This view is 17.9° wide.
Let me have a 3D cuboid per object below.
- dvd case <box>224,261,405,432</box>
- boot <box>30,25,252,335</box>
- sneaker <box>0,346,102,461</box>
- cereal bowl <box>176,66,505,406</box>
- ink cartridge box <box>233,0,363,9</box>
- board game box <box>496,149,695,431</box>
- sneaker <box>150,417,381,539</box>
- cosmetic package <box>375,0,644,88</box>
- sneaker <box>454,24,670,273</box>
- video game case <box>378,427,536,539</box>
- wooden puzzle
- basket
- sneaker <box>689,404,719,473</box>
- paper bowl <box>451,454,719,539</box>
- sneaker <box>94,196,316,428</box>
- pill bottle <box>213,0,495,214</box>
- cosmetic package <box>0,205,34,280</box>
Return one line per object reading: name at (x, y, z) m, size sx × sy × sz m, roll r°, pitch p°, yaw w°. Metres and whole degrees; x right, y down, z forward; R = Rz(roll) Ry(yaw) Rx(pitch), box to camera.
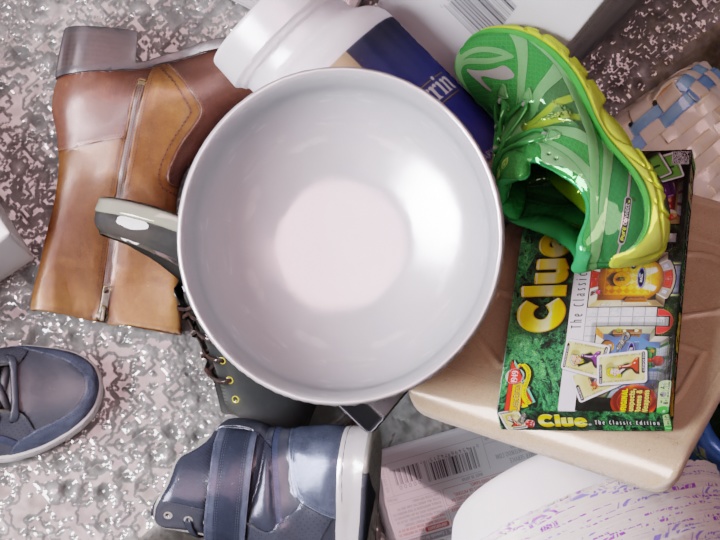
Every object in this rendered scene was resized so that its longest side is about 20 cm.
dvd case at (0.000, 0.000, 1.496) m, size 0.150 × 0.025 × 0.200 m, roll 43°, pitch 40°, yaw 0°
boot at (-0.121, -0.058, 1.543) m, size 0.187 × 0.068 × 0.201 m, roll 5°, pitch 84°, yaw -13°
sneaker at (-0.266, 0.079, 1.457) m, size 0.201 × 0.146 × 0.077 m, roll -6°, pitch 78°, yaw -7°
cereal bowl at (-0.010, -0.019, 1.381) m, size 0.199 × 0.083 × 0.201 m, roll 0°, pitch 87°, yaw 4°
ink cartridge box at (-0.065, -0.277, 1.596) m, size 0.199 × 0.045 × 0.177 m, roll 27°, pitch 79°, yaw 0°
board game box at (0.146, 0.009, 1.390) m, size 0.104 × 0.024 × 0.201 m, roll -3°, pitch 52°, yaw 17°
sneaker at (-0.064, 0.195, 1.492) m, size 0.145 × 0.077 × 0.204 m, roll 4°, pitch 97°, yaw 8°
cosmetic package at (0.139, -0.221, 1.494) m, size 0.123 × 0.199 × 0.200 m, roll 44°, pitch 56°, yaw 4°
sneaker at (0.110, -0.077, 1.390) m, size 0.083 × 0.074 × 0.200 m, roll -20°, pitch 53°, yaw -23°
video game case at (0.122, 0.185, 1.538) m, size 0.199 × 0.023 × 0.183 m, roll -15°, pitch 81°, yaw -8°
wooden puzzle at (0.153, 0.036, 1.411) m, size 0.184 × 0.046 × 0.200 m, roll 17°, pitch 59°, yaw 28°
basket at (0.235, -0.027, 1.509) m, size 0.176 × 0.139 × 0.200 m, roll -36°, pitch 86°, yaw 23°
sneaker at (0.245, 0.126, 1.481) m, size 0.076 × 0.105 × 0.200 m, roll -49°, pitch 119°, yaw -8°
paper bowl at (0.137, 0.174, 1.428) m, size 0.200 × 0.201 × 0.105 m, roll -19°, pitch 70°, yaw -8°
sneaker at (-0.099, 0.031, 1.501) m, size 0.199 × 0.075 × 0.107 m, roll 26°, pitch 89°, yaw -13°
pill bottle at (0.006, -0.098, 1.478) m, size 0.200 × 0.116 × 0.116 m, roll 45°, pitch 79°, yaw 3°
cosmetic package at (-0.316, -0.067, 1.505) m, size 0.107 × 0.085 × 0.201 m, roll -33°, pitch 80°, yaw -3°
